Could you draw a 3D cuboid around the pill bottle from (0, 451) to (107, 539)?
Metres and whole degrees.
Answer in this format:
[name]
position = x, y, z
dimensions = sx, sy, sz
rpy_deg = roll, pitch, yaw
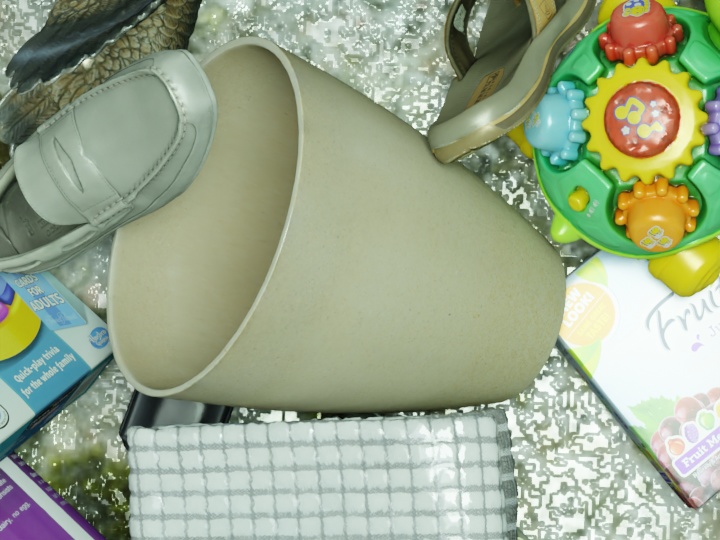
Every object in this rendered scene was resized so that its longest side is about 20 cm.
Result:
[pill bottle]
position = -0.209, 0.149, 1.496
dimensions = 0.200, 0.112, 0.112
rpy_deg = 43, 89, 4

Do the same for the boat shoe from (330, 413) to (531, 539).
[boat shoe]
position = 0.061, 0.143, 1.508
dimensions = 0.060, 0.072, 0.202
rpy_deg = -39, 75, -15

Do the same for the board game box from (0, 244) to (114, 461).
[board game box]
position = -0.239, 0.011, 1.484
dimensions = 0.200, 0.151, 0.047
rpy_deg = 42, 119, 3

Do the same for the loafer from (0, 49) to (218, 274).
[loafer]
position = -0.140, -0.048, 1.438
dimensions = 0.070, 0.200, 0.070
rpy_deg = -22, 78, -41

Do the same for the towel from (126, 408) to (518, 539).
[towel]
position = -0.016, 0.156, 1.446
dimensions = 0.199, 0.086, 0.166
rpy_deg = -4, 90, 14

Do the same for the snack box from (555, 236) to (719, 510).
[snack box]
position = 0.212, 0.012, 1.522
dimensions = 0.200, 0.053, 0.142
rpy_deg = -39, 85, -1

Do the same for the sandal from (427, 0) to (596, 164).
[sandal]
position = 0.071, -0.124, 1.466
dimensions = 0.080, 0.200, 0.054
rpy_deg = -31, 107, 32

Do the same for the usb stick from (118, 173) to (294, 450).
[usb stick]
position = -0.076, 0.013, 1.539
dimensions = 0.055, 0.033, 0.200
rpy_deg = 20, 88, 3

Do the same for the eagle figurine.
[eagle figurine]
position = -0.128, -0.159, 1.499
dimensions = 0.151, 0.152, 0.201
rpy_deg = -12, 66, 36

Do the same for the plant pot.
[plant pot]
position = 0.000, 0.000, 1.464
dimensions = 0.200, 0.187, 0.188
rpy_deg = 19, 87, -30

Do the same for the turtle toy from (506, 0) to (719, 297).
[turtle toy]
position = 0.166, -0.090, 1.450
dimensions = 0.146, 0.101, 0.200
rpy_deg = 43, 97, 12
